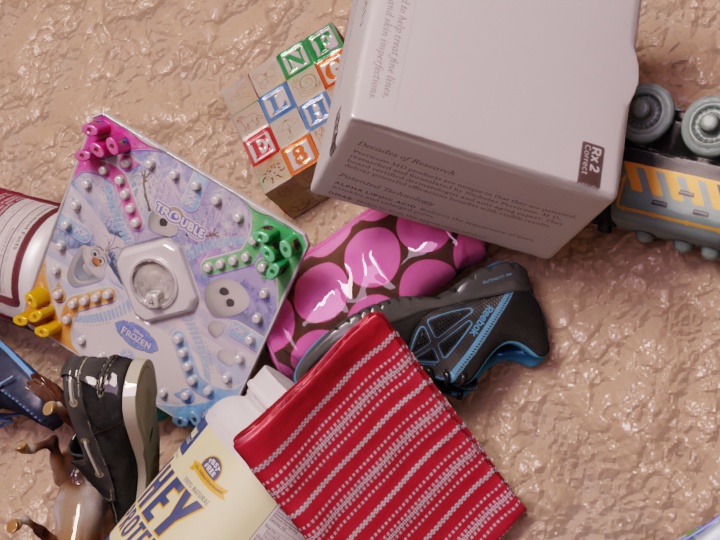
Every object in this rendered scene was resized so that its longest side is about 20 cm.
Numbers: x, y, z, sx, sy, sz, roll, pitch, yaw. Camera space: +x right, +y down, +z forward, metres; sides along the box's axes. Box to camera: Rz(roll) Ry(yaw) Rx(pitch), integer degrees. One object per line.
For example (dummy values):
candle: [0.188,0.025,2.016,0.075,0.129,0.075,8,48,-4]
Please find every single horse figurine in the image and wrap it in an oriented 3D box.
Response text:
horse figurine: [-0.236,0.185,1.074,0.050,0.133,0.201,-8,66,15]

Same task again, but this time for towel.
towel: [0.018,0.146,0.944,0.145,0.200,0.022,-42,16,-17]

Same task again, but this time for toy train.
toy train: [0.257,-0.066,0.986,0.199,0.085,0.115,16,87,27]

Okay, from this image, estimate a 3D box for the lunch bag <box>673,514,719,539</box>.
lunch bag: [0.230,0.261,0.876,0.199,0.082,0.161,-31,65,11]

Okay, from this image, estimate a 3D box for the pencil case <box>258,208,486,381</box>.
pencil case: [0.000,0.000,1.065,0.199,0.091,0.094,-35,97,6]

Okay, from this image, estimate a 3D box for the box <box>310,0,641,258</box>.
box: [0.086,-0.140,0.979,0.199,0.131,0.200,16,67,-10]

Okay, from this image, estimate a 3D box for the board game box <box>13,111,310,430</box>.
board game box: [-0.162,0.010,1.045,0.199,0.026,0.201,31,115,10]

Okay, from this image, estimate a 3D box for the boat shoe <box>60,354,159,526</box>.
boat shoe: [-0.192,0.140,1.041,0.067,0.201,0.072,4,43,2]

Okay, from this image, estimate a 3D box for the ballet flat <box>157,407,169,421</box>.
ballet flat: [-0.134,0.038,1.125,0.200,0.067,0.067,-49,40,2]

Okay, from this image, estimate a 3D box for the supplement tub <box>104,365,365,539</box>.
supplement tub: [-0.087,0.187,1.000,0.145,0.145,0.200,38,89,29]

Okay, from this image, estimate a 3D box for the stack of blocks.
stack of blocks: [-0.007,-0.149,1.137,0.199,0.059,0.116,-30,62,11]

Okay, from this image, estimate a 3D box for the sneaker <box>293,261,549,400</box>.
sneaker: [0.048,0.061,1.006,0.199,0.073,0.082,-21,73,-8]

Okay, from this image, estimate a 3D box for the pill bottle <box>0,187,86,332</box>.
pill bottle: [-0.291,-0.008,1.175,0.199,0.114,0.115,15,78,27]

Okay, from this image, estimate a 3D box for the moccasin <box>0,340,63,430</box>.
moccasin: [-0.329,0.100,1.179,0.199,0.081,0.068,25,68,41]
